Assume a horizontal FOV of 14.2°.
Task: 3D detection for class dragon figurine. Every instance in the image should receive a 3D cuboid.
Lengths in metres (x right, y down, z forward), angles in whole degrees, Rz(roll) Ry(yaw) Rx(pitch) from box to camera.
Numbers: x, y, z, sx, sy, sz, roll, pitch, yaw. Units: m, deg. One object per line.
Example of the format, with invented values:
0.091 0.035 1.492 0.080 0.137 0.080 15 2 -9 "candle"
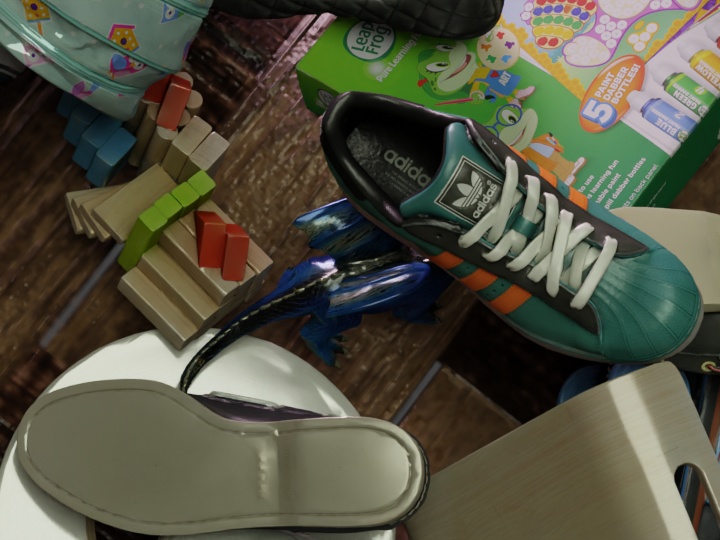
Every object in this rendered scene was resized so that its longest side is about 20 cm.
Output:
0.000 0.000 1.406 0.200 0.099 0.059 -16 71 -15 "dragon figurine"

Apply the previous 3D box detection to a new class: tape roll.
-0.084 0.127 1.421 0.203 0.037 0.203 3 74 -10 "tape roll"

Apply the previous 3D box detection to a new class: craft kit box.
0.104 -0.121 1.486 0.197 0.049 0.200 29 69 26 "craft kit box"

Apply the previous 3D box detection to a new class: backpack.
-0.143 -0.167 1.404 0.200 0.167 0.127 44 109 41 "backpack"

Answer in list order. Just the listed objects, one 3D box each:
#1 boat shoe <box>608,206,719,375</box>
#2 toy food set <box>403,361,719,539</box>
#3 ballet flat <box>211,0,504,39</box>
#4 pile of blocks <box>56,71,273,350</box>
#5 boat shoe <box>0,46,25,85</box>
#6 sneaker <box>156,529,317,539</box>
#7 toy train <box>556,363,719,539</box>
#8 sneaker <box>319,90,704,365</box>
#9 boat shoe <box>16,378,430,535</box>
0.198 0.017 1.394 0.201 0.063 0.074 8 56 -8 "boat shoe"
0.107 0.143 1.371 0.060 0.200 0.144 -13 76 -39 "toy food set"
-0.018 -0.160 1.474 0.200 0.057 0.067 10 60 22 "ballet flat"
-0.106 -0.063 1.437 0.082 0.062 0.200 -12 66 -26 "pile of blocks"
-0.269 -0.088 1.439 0.200 0.071 0.091 6 86 -9 "boat shoe"
-0.010 0.163 1.351 0.200 0.081 0.075 22 72 14 "sneaker"
0.161 0.076 1.453 0.114 0.087 0.200 17 75 -17 "toy train"
0.062 -0.020 1.323 0.200 0.080 0.071 29 86 20 "sneaker"
-0.064 0.094 1.383 0.200 0.063 0.073 4 83 12 "boat shoe"
